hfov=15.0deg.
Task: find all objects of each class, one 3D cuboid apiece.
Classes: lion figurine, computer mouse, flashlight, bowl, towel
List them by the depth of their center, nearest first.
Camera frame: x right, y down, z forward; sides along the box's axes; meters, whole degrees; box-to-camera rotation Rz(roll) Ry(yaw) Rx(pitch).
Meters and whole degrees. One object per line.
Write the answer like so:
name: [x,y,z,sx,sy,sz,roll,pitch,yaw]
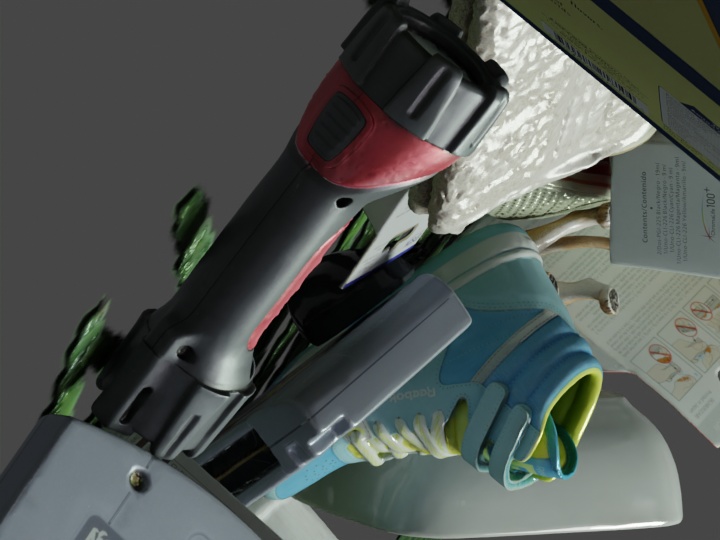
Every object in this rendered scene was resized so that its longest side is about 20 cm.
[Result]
flashlight: [-0.024,-0.014,1.078,0.200,0.067,0.068,-53,-166,19]
towel: [0.089,-0.103,1.161,0.132,0.035,0.201,-26,148,-27]
computer mouse: [0.000,0.000,1.363,0.058,0.034,0.200,-36,180,11]
lion figurine: [0.073,0.020,1.551,0.122,0.073,0.200,-11,-171,28]
bowl: [0.072,0.103,1.594,0.199,0.199,0.075,-169,-99,-66]

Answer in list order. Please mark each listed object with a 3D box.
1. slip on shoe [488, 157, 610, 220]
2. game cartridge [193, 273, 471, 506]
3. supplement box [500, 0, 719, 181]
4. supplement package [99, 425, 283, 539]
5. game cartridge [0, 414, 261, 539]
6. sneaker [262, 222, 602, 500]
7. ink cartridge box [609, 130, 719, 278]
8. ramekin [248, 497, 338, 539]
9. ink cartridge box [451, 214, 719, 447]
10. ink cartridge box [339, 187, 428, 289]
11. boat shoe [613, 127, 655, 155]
slip on shoe: [0.123,-0.065,1.605,0.074,0.062,0.200,-12,180,32]
game cartridge: [-0.034,0.072,1.309,0.133,0.041,0.200,-34,178,-41]
supplement box: [0.127,-0.125,0.933,0.134,0.200,0.200,-50,171,0]
supplement package: [-0.129,0.185,1.209,0.156,0.111,0.200,-45,169,-31]
game cartridge: [-0.083,0.157,1.085,0.041,0.200,0.134,-10,-139,49]
sneaker: [0.036,0.081,1.414,0.200,0.131,0.080,-39,155,7]
ink cartridge box: [0.215,-0.073,1.568,0.200,0.174,0.084,-41,133,-54]
ramekin: [-0.078,0.227,1.661,0.203,0.094,0.202,-48,170,-11]
ink cartridge box: [0.164,0.021,1.674,0.160,0.200,0.047,-39,165,-49]
ink cartridge box: [0.050,-0.084,1.240,0.201,0.037,0.095,-57,169,23]
boat shoe: [0.153,-0.123,1.491,0.200,0.072,0.065,-34,148,-48]
